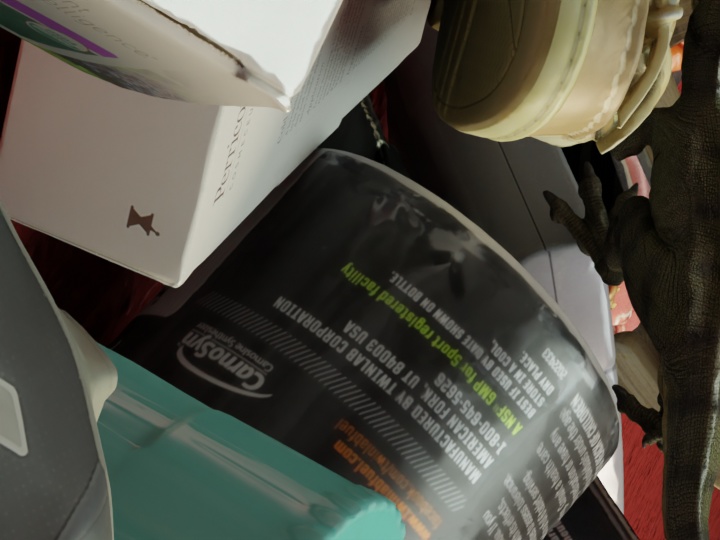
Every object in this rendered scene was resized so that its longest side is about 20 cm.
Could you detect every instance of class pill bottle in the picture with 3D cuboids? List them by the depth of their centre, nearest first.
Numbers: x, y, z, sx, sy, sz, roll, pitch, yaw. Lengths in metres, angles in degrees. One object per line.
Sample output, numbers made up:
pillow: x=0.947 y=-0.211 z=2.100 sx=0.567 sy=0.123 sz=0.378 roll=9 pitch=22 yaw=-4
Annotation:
pill bottle: x=-0.040 y=0.076 z=0.676 sx=0.200 sy=0.106 sz=0.106 roll=-48 pitch=161 yaw=-18

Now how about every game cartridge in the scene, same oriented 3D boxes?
game cartridge: x=0.043 y=0.029 z=0.904 sx=0.200 sy=0.041 sz=0.134 roll=85 pitch=-8 yaw=-47

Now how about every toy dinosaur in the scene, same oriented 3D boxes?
toy dinosaur: x=0.082 y=0.010 z=0.760 sx=0.088 sy=0.047 sz=0.201 roll=169 pitch=-80 yaw=-75

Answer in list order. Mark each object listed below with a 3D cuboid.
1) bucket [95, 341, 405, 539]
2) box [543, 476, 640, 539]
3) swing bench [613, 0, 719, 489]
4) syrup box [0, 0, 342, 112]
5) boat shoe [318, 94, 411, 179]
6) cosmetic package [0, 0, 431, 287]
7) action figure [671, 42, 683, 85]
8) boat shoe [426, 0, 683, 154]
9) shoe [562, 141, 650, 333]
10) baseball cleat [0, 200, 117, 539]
bucket: x=-0.089 y=0.092 z=0.486 sx=0.208 sy=0.134 sz=0.207 roll=-60 pitch=165 yaw=-28
box: x=-0.008 y=0.152 z=0.780 sx=0.199 sy=0.107 sz=0.149 roll=-29 pitch=157 yaw=-11
swing bench: x=0.146 y=-0.037 z=0.924 sx=0.199 sy=0.129 sz=0.201 roll=-36 pitch=122 yaw=-69
syrup box: x=-0.017 y=-0.132 z=0.459 sx=0.079 sy=0.081 sz=0.201 roll=28 pitch=84 yaw=-33
boat shoe: x=-0.001 y=0.002 z=0.830 sx=0.075 sy=0.066 sz=0.200 roll=-59 pitch=165 yaw=-29
cosmetic package: x=-0.009 y=-0.117 z=0.632 sx=0.151 sy=0.051 sz=0.201 roll=-53 pitch=161 yaw=-60
action figure: x=0.147 y=-0.133 z=1.122 sx=0.200 sy=0.104 sz=0.194 roll=-45 pitch=-169 yaw=45
boat shoe: x=0.053 y=-0.067 z=0.702 sx=0.201 sy=0.063 sz=0.074 roll=-102 pitch=-154 yaw=-81
shoe: x=0.064 y=-0.009 z=1.017 sx=0.091 sy=0.071 sz=0.201 roll=-69 pitch=165 yaw=-55
baseball cleat: x=-0.087 y=-0.012 z=0.356 sx=0.106 sy=0.070 sz=0.201 roll=-10 pitch=87 yaw=-41
